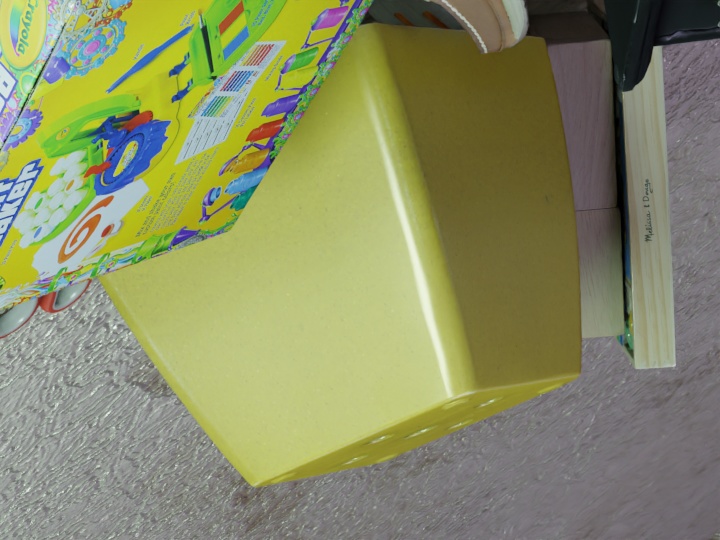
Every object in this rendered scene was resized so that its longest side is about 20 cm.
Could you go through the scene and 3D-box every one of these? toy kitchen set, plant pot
[{"bbox_3d":[0.040,-0.057,1.642,0.200,0.181,0.163,-5,-163,-4],"label":"toy kitchen set"},{"bbox_3d":[0.000,0.000,1.402,0.200,0.177,0.200,-25,169,28],"label":"plant pot"}]

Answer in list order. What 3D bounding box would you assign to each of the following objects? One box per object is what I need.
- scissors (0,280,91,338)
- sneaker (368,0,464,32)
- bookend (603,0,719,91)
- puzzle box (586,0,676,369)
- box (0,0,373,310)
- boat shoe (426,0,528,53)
[{"bbox_3d":[-0.160,-0.024,1.394,0.073,0.014,0.200,-29,157,-23],"label":"scissors"},{"bbox_3d":[0.072,-0.189,1.377,0.200,0.078,0.077,-47,176,33],"label":"sneaker"},{"bbox_3d":[0.218,-0.173,1.321,0.198,0.092,0.200,-7,163,-2],"label":"bookend"},{"bbox_3d":[0.156,-0.055,1.622,0.025,0.200,0.133,-4,-168,-2],"label":"puzzle box"},{"bbox_3d":[-0.115,-0.098,1.142,0.193,0.122,0.200,-21,154,-45],"label":"box"},{"bbox_3d":[0.016,-0.165,1.280,0.072,0.076,0.200,-29,136,8],"label":"boat shoe"}]
